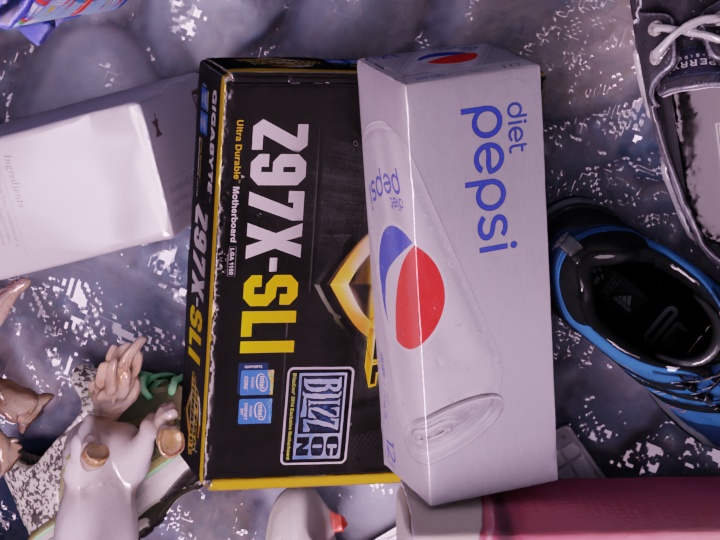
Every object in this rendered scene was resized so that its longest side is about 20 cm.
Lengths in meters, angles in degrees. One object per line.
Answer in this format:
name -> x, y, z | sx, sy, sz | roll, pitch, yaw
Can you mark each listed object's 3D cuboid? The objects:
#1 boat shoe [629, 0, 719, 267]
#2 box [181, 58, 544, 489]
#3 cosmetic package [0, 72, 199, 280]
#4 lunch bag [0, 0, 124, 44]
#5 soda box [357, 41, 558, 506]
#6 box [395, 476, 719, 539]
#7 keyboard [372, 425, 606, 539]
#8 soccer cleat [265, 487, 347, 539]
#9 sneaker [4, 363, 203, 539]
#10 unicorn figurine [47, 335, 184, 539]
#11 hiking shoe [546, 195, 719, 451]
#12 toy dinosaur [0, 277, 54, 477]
boat shoe -> 0.159, -0.098, 1.288 | 0.072, 0.068, 0.200 | -6, 101, 16
box -> 0.000, 0.000, 1.317 | 0.159, 0.049, 0.200 | 0, 104, -18
cosmetic package -> -0.174, -0.036, 1.376 | 0.200, 0.102, 0.074 | -12, 99, 18
lunch bag -> -0.108, -0.192, 1.289 | 0.094, 0.151, 0.200 | 39, 108, 5
soda box -> 0.045, 0.001, 1.263 | 0.068, 0.063, 0.200 | -9, 108, -18
box -> 0.118, 0.168, 1.281 | 0.199, 0.109, 0.128 | -1, 99, -2
keyboard -> 0.039, 0.149, 1.408 | 0.200, 0.011, 0.056 | -33, 93, 20
soccer cleat -> -0.042, 0.203, 1.405 | 0.077, 0.069, 0.200 | 2, 111, 15
sneaker -> -0.111, 0.075, 1.404 | 0.200, 0.077, 0.089 | -39, 79, 16
unicorn figurine -> -0.135, 0.138, 1.332 | 0.074, 0.137, 0.200 | 28, 73, -15
hiking shoe -> 0.160, 0.043, 1.290 | 0.200, 0.087, 0.074 | 30, 97, -13
toy dinosaur -> -0.237, 0.062, 1.381 | 0.135, 0.086, 0.200 | 38, 134, 6
